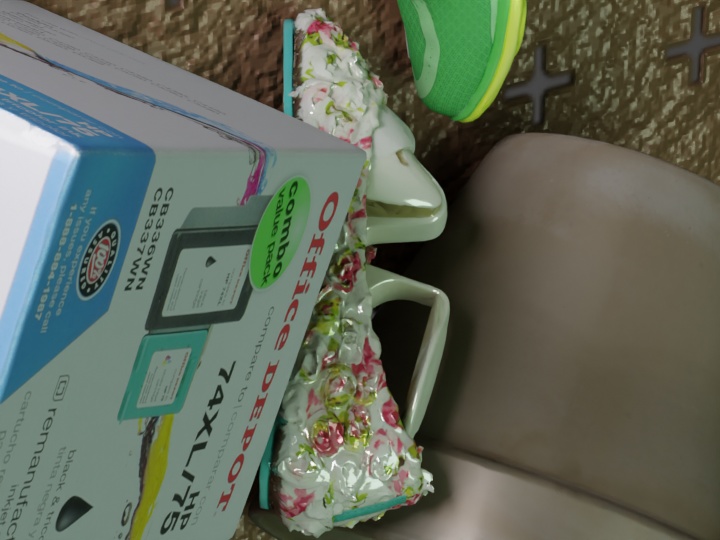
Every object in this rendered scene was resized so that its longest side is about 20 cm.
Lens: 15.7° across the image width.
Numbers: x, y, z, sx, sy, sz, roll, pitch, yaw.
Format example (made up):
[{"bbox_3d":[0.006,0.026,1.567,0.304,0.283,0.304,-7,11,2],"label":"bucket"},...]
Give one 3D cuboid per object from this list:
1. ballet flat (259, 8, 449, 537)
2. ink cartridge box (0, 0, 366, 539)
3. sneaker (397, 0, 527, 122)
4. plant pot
[{"bbox_3d":[0.000,0.000,0.925,0.064,0.200,0.076,1,157,2],"label":"ballet flat"},{"bbox_3d":[-0.118,0.004,0.799,0.200,0.146,0.147,-7,119,-67],"label":"ink cartridge box"},{"bbox_3d":[0.011,-0.143,0.937,0.083,0.074,0.200,-14,125,-2],"label":"sneaker"},{"bbox_3d":[0.077,0.048,1.004,0.200,0.200,0.174,30,74,-41],"label":"plant pot"}]
